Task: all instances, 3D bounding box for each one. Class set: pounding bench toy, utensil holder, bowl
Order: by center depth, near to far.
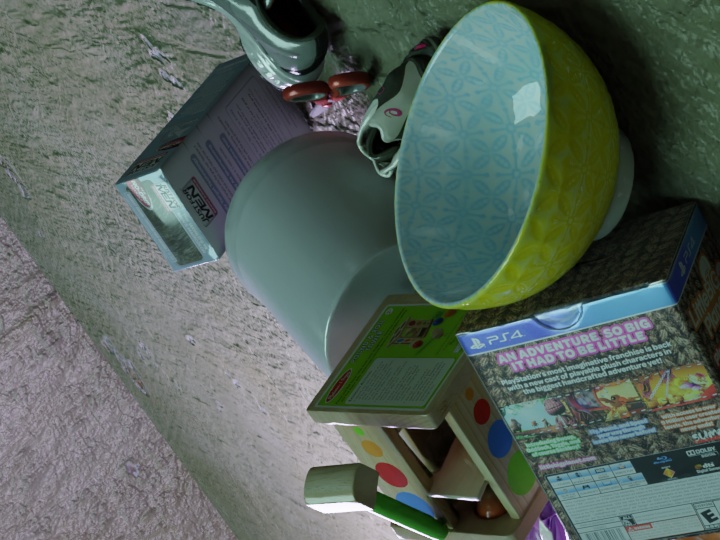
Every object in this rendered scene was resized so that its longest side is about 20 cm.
[{"bbox_3d":[0.114,-0.067,1.073,0.107,0.201,0.200,9,178,-24],"label":"bowl"},{"bbox_3d":[0.053,0.140,1.190,0.124,0.200,0.156,-3,130,44],"label":"pounding bench toy"},{"bbox_3d":[0.000,0.000,1.355,0.200,0.170,0.170,47,167,52],"label":"utensil holder"}]

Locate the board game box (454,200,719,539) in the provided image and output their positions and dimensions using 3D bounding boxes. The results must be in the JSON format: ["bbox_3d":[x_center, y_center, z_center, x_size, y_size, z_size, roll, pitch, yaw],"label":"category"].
[{"bbox_3d":[0.188,0.078,1.112,0.159,0.097,0.201,-16,115,33],"label":"board game box"}]

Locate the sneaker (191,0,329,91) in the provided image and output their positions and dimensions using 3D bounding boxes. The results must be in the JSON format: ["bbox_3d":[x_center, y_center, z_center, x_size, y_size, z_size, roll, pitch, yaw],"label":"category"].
[{"bbox_3d":[-0.099,-0.241,1.349,0.200,0.074,0.079,43,153,2],"label":"sneaker"}]

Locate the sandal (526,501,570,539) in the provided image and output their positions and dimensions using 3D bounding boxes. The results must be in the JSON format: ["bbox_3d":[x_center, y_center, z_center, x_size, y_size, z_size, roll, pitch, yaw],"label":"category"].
[{"bbox_3d":[0.153,0.215,1.328,0.083,0.050,0.203,61,169,14],"label":"sandal"}]

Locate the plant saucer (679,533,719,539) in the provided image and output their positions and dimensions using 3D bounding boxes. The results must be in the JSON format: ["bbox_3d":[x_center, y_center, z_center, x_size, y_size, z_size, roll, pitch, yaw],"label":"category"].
[{"bbox_3d":[0.289,0.196,1.243,0.199,0.038,0.200,26,167,6],"label":"plant saucer"}]

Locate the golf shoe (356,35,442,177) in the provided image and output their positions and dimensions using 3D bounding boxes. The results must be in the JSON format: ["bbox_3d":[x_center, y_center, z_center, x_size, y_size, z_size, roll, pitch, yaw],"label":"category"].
[{"bbox_3d":[0.029,-0.111,1.261,0.077,0.088,0.200,46,165,9],"label":"golf shoe"}]

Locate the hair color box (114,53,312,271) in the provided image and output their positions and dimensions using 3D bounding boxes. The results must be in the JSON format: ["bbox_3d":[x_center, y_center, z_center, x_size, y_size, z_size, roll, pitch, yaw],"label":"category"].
[{"bbox_3d":[-0.127,-0.101,1.467,0.060,0.200,0.099,-14,119,36],"label":"hair color box"}]

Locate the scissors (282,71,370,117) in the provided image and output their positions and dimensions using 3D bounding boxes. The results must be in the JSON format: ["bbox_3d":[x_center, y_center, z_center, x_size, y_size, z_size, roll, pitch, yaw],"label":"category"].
[{"bbox_3d":[-0.022,-0.148,1.406,0.200,0.073,0.014,19,-122,-84],"label":"scissors"}]
